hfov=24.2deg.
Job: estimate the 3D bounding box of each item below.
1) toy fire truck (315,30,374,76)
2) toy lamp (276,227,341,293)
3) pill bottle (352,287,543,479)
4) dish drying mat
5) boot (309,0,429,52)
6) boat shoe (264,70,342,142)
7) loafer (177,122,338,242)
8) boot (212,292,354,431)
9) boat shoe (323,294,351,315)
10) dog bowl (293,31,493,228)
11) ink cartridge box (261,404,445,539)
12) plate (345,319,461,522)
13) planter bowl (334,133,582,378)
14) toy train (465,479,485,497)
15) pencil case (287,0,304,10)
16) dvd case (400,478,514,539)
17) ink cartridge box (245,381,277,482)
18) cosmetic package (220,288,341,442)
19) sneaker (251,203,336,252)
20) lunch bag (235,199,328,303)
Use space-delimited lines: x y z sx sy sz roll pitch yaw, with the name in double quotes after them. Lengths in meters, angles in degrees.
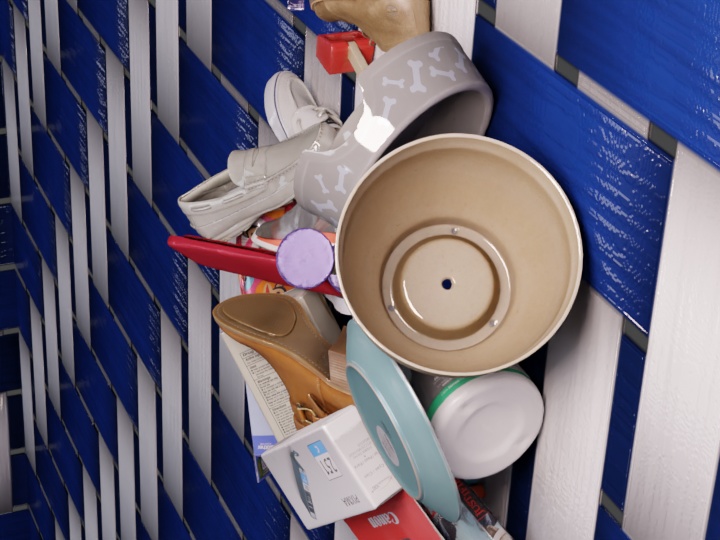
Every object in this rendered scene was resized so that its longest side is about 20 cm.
0.009 -0.141 1.690 0.200 0.049 0.141 -125 33 -49 "toy fire truck"
-0.021 -0.006 1.482 0.200 0.058 0.058 14 -117 -73 "toy lamp"
0.074 0.088 1.535 0.200 0.113 0.113 -127 34 -50 "pill bottle"
-0.109 -0.008 1.741 0.200 0.077 0.018 10 72 41 "dish drying mat"
0.008 -0.246 1.633 0.200 0.074 0.076 12 119 65 "boot"
-0.046 -0.143 1.824 0.070 0.071 0.200 -39 54 35 "boat shoe"
-0.107 -0.096 1.732 0.200 0.070 0.070 -34 28 29 "loafer"
-0.062 0.114 1.709 0.200 0.074 0.155 21 133 27 "boot"
0.000 0.000 1.754 0.200 0.072 0.068 -145 48 -71 "boat shoe"
0.035 -0.110 1.459 0.059 0.200 0.200 44 144 22 "dog bowl"
-0.006 0.228 1.639 0.176 0.045 0.200 56 156 1 "ink cartridge box"
0.029 0.137 1.479 0.200 0.026 0.200 57 166 22 "plate"
0.077 0.000 1.412 0.135 0.200 0.200 100 157 -77 "planter bowl"
0.062 0.147 1.668 0.200 0.056 0.150 -131 37 -54 "toy train"
-0.036 -0.326 1.670 0.200 0.094 0.091 162 98 -68 "pencil case"
0.062 0.225 1.611 0.200 0.022 0.146 49 147 13 "dvd case"
-0.097 0.140 2.000 0.119 0.042 0.200 -26 -67 -68 "ink cartridge box"
-0.053 0.123 1.781 0.200 0.105 0.071 65 -164 -10 "cosmetic package"
-0.039 -0.046 1.705 0.200 0.077 0.082 5 77 58 "sneaker"
-0.082 0.001 1.887 0.176 0.082 0.200 -57 -37 -77 "lunch bag"
